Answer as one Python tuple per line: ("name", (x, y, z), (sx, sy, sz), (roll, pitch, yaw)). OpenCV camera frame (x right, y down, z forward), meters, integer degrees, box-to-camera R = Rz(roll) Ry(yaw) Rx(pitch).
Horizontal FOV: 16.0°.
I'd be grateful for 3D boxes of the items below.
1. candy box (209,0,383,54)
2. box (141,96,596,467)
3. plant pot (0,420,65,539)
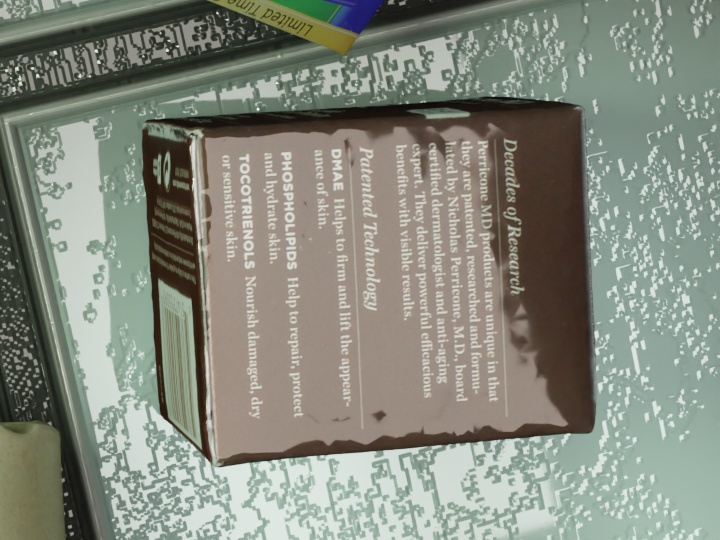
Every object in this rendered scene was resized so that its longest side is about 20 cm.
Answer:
("candy box", (-0.020, -0.221, 1.259), (0.169, 0.077, 0.200), (14, 120, -51))
("box", (0.000, 0.000, 1.308), (0.199, 0.166, 0.165), (-5, 96, -13))
("plant pot", (-0.219, 0.165, 1.273), (0.199, 0.200, 0.185), (5, 82, -14))
